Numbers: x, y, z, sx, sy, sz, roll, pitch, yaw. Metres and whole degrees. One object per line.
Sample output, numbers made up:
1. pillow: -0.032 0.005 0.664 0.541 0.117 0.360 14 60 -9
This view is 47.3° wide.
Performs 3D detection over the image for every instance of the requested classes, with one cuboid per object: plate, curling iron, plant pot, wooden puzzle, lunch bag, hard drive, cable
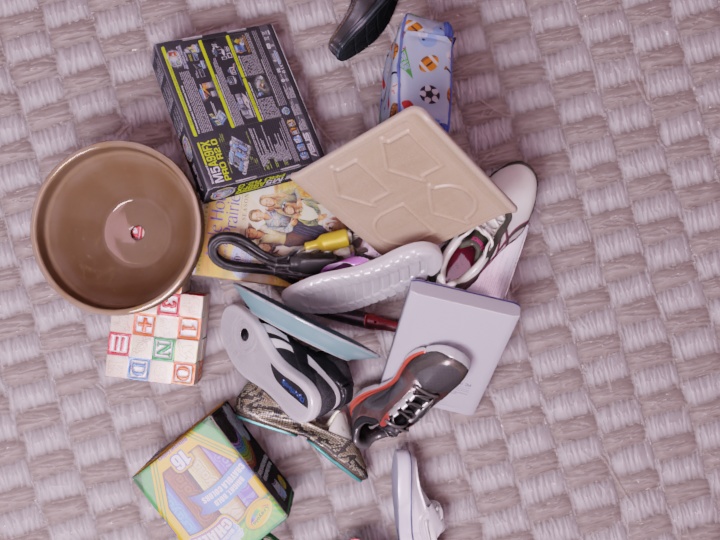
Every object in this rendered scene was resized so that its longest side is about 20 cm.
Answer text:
1. plate: -0.068 0.068 0.993 0.199 0.200 0.026 28 87 -1
2. curling iron: 0.011 0.074 1.076 0.199 0.026 0.050 20 53 -2
3. plant pot: -0.280 -0.048 0.984 0.199 0.093 0.203 0 89 1
4. wooden puzzle: 0.049 -0.097 0.930 0.185 0.199 0.047 39 47 -34
5. lunch bag: 0.062 -0.200 1.004 0.075 0.160 0.202 10 69 -7
6. hard drive: 0.105 0.100 1.019 0.131 0.025 0.201 13 135 -1
7. cable: -0.090 -0.008 1.027 0.198 0.050 0.098 3 119 -5

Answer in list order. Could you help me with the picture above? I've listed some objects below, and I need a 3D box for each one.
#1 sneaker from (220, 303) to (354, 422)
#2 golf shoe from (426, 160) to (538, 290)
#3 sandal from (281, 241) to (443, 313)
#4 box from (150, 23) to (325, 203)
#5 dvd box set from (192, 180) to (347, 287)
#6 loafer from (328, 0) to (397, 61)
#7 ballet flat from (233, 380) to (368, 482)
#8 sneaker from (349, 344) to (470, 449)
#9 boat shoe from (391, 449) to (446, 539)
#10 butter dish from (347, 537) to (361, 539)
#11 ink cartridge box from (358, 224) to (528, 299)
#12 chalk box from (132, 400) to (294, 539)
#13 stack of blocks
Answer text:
1. sneaker: -0.089 0.115 1.064 0.200 0.111 0.073 44 120 30
2. golf shoe: 0.156 -0.047 1.004 0.077 0.088 0.201 35 89 0
3. sandal: 0.002 0.004 0.989 0.201 0.083 0.050 -16 54 12
4. box: -0.152 -0.198 1.020 0.159 0.044 0.201 -18 79 -24
5. dvd box set: -0.114 -0.054 1.047 0.198 0.029 0.148 9 86 -17
6. loafer: 0.015 -0.360 1.060 0.072 0.073 0.201 35 81 7
7. ballet flat: -0.066 0.197 1.067 0.199 0.068 0.076 28 82 2
8. sneaker: 0.061 0.167 1.015 0.077 0.082 0.200 33 129 -20
9. boat shoe: 0.079 0.327 1.071 0.065 0.074 0.202 -7 101 -5
10. butter dish: -0.010 0.476 1.012 0.199 0.148 0.200 43 109 -1
11. ink cartridge box: 0.106 -0.039 1.071 0.198 0.050 0.110 19 91 0
12. chalk box: -0.166 0.287 1.034 0.124 0.125 0.201 -37 90 0
13. stack of blocks: -0.255 0.040 1.061 0.114 0.059 0.202 6 90 -1
